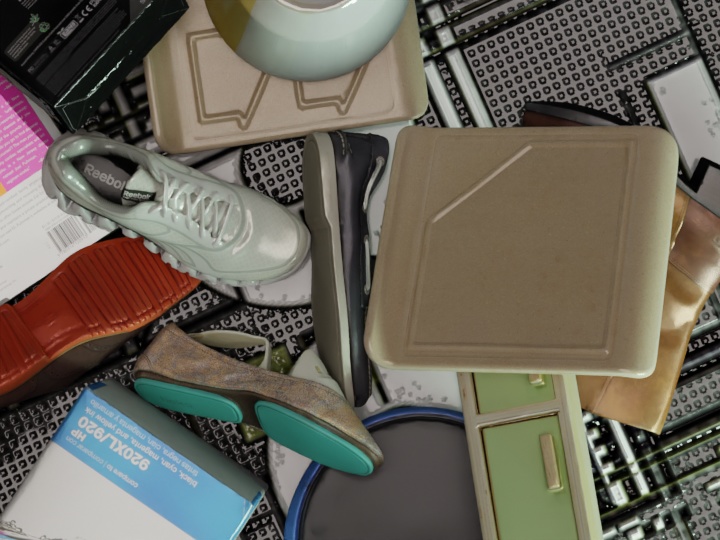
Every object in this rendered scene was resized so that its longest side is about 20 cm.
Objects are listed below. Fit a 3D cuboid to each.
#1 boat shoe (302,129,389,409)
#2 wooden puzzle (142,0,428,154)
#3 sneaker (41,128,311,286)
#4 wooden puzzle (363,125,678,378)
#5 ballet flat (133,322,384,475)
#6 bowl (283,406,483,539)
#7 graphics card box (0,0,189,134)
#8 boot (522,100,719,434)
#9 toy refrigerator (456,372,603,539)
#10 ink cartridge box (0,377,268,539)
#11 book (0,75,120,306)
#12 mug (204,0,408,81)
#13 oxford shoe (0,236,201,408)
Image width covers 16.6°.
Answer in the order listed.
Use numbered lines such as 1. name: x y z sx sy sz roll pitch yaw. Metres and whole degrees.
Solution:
1. boat shoe: 0.000 0.000 1.755 0.062 0.073 0.202 -7 96 -17
2. wooden puzzle: -0.061 -0.187 1.769 0.198 0.046 0.187 -8 91 -3
3. sneaker: -0.130 -0.044 1.728 0.198 0.081 0.076 20 82 -3
4. wooden puzzle: 0.112 -0.013 1.693 0.198 0.037 0.186 3 65 15
5. ballet flat: -0.065 0.081 1.743 0.199 0.068 0.068 19 63 16
6. bowl: 0.044 0.194 1.749 0.199 0.039 0.203 0 77 2
7. graphics card box: -0.232 -0.202 1.725 0.200 0.051 0.126 37 79 23
8. boot: 0.168 -0.006 1.769 0.187 0.069 0.201 24 100 -5
9. toy refrigerator: 0.116 0.125 1.701 0.075 0.070 0.202 -11 75 12
10. ink cartridge box: -0.180 0.199 1.724 0.144 0.147 0.201 34 91 1
11. book: -0.280 -0.080 1.774 0.133 0.048 0.201 -33 91 -2
12. mug: -0.052 -0.205 1.670 0.185 0.153 0.151 -7 91 -3
13. oxford shoe: -0.202 0.037 1.770 0.199 0.073 0.071 -26 67 -14
